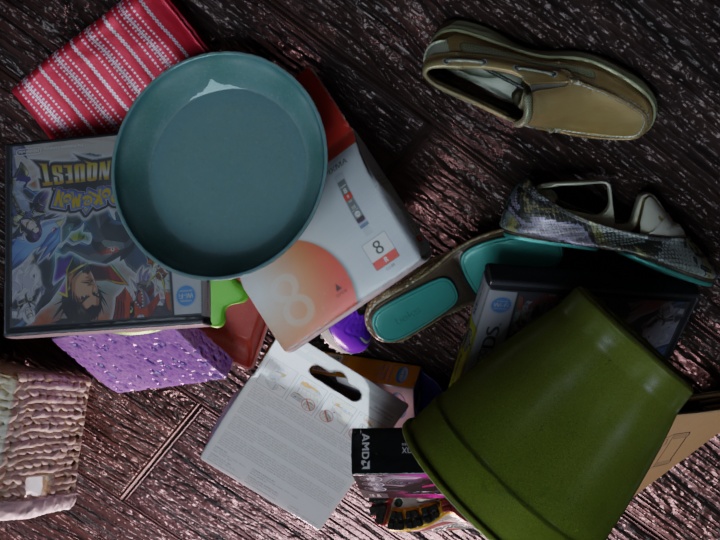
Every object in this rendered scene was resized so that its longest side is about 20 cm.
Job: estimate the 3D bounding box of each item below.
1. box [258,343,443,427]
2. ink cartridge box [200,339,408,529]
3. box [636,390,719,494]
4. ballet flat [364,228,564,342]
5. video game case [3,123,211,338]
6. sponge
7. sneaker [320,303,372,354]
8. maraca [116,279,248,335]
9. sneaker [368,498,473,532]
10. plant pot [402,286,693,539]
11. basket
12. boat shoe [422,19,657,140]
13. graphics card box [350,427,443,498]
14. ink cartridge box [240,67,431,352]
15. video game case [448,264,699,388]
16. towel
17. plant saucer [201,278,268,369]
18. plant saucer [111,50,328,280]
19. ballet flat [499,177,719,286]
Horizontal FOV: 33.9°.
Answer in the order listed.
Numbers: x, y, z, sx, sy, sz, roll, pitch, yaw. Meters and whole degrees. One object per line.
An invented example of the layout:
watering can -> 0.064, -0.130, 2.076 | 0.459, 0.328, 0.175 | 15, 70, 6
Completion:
box -> -0.008, 0.149, 1.284 | 0.197, 0.042, 0.120 | 8, 129, 17
ink cartridge box -> -0.061, 0.165, 1.277 | 0.161, 0.050, 0.201 | 31, 114, -5
box -> 0.267, 0.180, 1.146 | 0.162, 0.021, 0.200 | -2, 145, -38
ballet flat -> 0.092, 0.001, 1.104 | 0.198, 0.065, 0.071 | -22, 114, 4
video game case -> -0.234, -0.035, 1.085 | 0.197, 0.025, 0.184 | -4, 82, 12
sponge -> -0.240, 0.085, 1.291 | 0.198, 0.030, 0.112 | -12, 132, 41
sneaker -> 0.000, 0.000, 1.143 | 0.098, 0.070, 0.202 | -2, 126, 19
maraca -> -0.206, -0.002, 1.152 | 0.197, 0.107, 0.139 | 2, 110, -3
sneaker -> 0.112, 0.248, 1.304 | 0.197, 0.079, 0.082 | -5, 163, 13
plant pot -> 0.171, 0.127, 0.995 | 0.200, 0.201, 0.193 | 39, 99, -12
basket -> -0.441, 0.184, 1.350 | 0.197, 0.198, 0.163 | 8, 85, 15
boat shoe -> 0.144, -0.141, 0.972 | 0.197, 0.077, 0.072 | 16, 131, 8
graphics card box -> 0.093, 0.192, 1.177 | 0.197, 0.052, 0.126 | 0, 159, 5
ink cartridge box -> -0.054, -0.053, 1.060 | 0.161, 0.050, 0.201 | -34, 92, 21
video game case -> 0.192, 0.076, 1.104 | 0.197, 0.026, 0.182 | 4, 131, -10
towel -> -0.215, -0.163, 1.100 | 0.199, 0.023, 0.145 | -30, 107, 24
plant saucer -> -0.173, -0.010, 1.223 | 0.197, 0.037, 0.201 | 24, 130, 2
plant saucer -> -0.120, -0.089, 1.035 | 0.197, 0.203, 0.036 | 11, 174, 13
ballet flat -> 0.223, -0.040, 1.029 | 0.197, 0.072, 0.073 | 14, 131, 1
